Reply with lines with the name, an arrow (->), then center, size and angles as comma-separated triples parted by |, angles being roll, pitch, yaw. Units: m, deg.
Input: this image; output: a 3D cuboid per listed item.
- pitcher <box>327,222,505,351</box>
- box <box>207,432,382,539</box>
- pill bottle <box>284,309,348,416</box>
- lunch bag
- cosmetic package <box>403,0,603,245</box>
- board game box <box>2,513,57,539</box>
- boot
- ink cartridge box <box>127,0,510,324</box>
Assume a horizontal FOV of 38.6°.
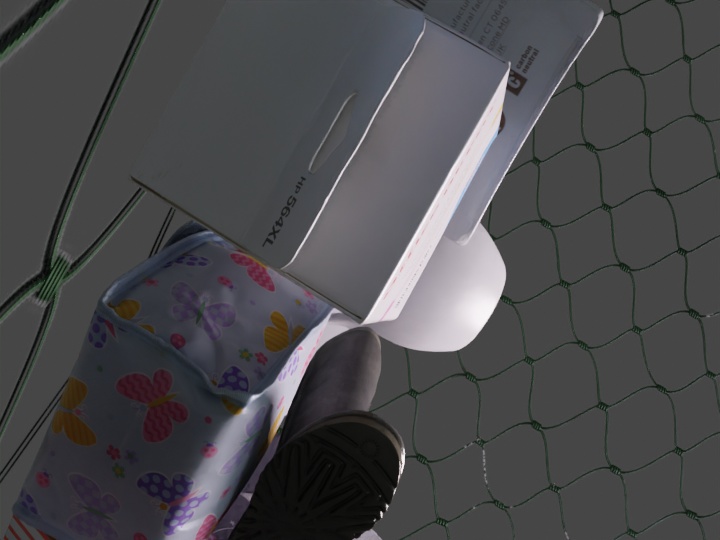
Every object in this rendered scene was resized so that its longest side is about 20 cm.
pitcher -> 0.000, 0.000, 0.818 | 0.173, 0.198, 0.121 | -58, -169, 7
box -> -0.091, 0.221, 0.724 | 0.199, 0.132, 0.115 | -16, 145, -58
pill bottle -> -0.094, 0.080, 0.926 | 0.199, 0.116, 0.116 | -30, -156, 48
lunch bag -> -0.102, 0.069, 0.637 | 0.171, 0.126, 0.200 | -61, 172, 28
cosmetic package -> 0.043, -0.148, 0.704 | 0.169, 0.165, 0.200 | -59, -177, 15
board game box -> -0.179, 0.190, 0.748 | 0.199, 0.046, 0.152 | -23, 150, -54
boot -> -0.014, 0.101, 0.665 | 0.182, 0.072, 0.200 | -46, -176, 33
ink cartridge box -> -0.012, -0.060, 0.505 | 0.130, 0.124, 0.200 | -60, 174, 0
